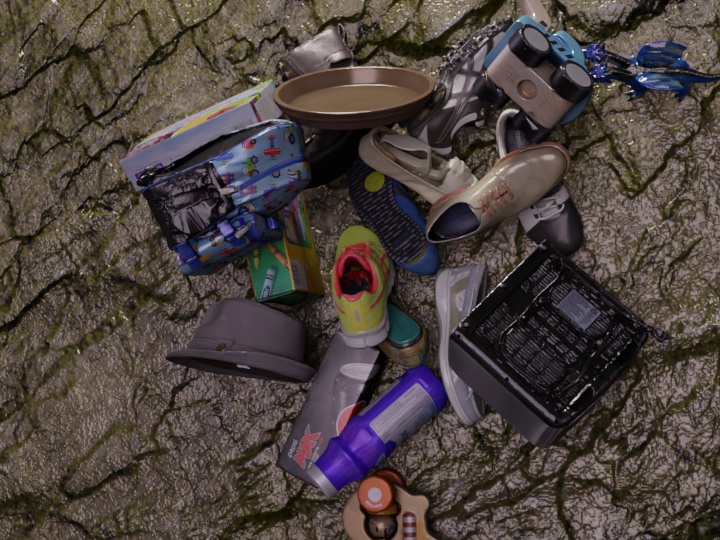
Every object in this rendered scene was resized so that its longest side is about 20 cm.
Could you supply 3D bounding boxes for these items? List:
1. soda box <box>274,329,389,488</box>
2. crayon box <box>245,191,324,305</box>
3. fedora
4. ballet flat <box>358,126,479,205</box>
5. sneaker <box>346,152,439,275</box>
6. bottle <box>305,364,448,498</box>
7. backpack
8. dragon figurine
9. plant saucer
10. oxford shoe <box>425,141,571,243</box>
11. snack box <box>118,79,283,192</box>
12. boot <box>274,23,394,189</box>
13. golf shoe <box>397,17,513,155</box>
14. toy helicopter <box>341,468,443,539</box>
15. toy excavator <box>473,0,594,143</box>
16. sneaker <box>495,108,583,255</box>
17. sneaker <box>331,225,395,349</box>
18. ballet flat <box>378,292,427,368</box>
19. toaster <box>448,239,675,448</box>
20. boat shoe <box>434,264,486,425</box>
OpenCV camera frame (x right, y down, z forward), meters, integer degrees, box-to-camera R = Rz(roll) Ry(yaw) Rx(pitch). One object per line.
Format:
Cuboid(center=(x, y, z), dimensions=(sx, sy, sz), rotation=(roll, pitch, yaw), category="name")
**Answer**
Cuboid(center=(-0.034, 0.180, 1.569), dimensions=(0.071, 0.063, 0.200), rotation=(25, 94, 17), category="soda box")
Cuboid(center=(-0.111, -0.058, 1.581), dimensions=(0.058, 0.119, 0.200), rotation=(-15, 81, 16), category="crayon box")
Cuboid(center=(-0.147, 0.088, 1.556), dimensions=(0.200, 0.177, 0.090), rotation=(2, 76, 37), category="fedora")
Cuboid(center=(0.091, -0.125, 1.525), dimensions=(0.200, 0.069, 0.070), rotation=(27, 94, 0), category="ballet flat")
Cuboid(center=(0.044, -0.073, 1.569), dimensions=(0.066, 0.078, 0.200), rotation=(-36, 57, 13), category="sneaker")
Cuboid(center=(0.021, 0.203, 1.513), dimensions=(0.200, 0.084, 0.065), rotation=(-40, 73, -11), category="bottle")
Cuboid(center=(-0.143, -0.094, 1.446), dimensions=(0.200, 0.183, 0.135), rotation=(-27, 87, 1), category="backpack")
Cuboid(center=(0.365, -0.242, 1.457), dimensions=(0.200, 0.099, 0.059), rotation=(4, 88, 17), category="dragon figurine")
Cuboid(center=(-0.007, -0.212, 1.476), dimensions=(0.200, 0.200, 0.030), rotation=(4, 115, 17), category="plant saucer")
Cuboid(center=(0.165, -0.085, 1.452), dimensions=(0.200, 0.074, 0.071), rotation=(-33, 101, 26), category="oxford shoe")
Cuboid(center=(-0.208, -0.182, 1.606), dimensions=(0.200, 0.142, 0.053), rotation=(-22, 105, 14), category="snack box")
Cuboid(center=(-0.058, -0.218, 1.595), dimensions=(0.200, 0.069, 0.174), rotation=(-38, 67, -8), category="boot")
Cuboid(center=(0.139, -0.237, 1.550), dimensions=(0.094, 0.078, 0.200), rotation=(44, 87, -17), category="golf shoe")
Cuboid(center=(0.066, 0.348, 1.522), dimensions=(0.200, 0.079, 0.132), rotation=(28, 95, 13), category="toy helicopter")
Cuboid(center=(0.211, -0.274, 1.466), dimensions=(0.194, 0.200, 0.100), rotation=(43, 130, 3), category="toy excavator")
Cuboid(center=(0.215, -0.110, 1.502), dimensions=(0.074, 0.089, 0.200), rotation=(-26, 80, 12), category="sneaker")
Cuboid(center=(0.000, 0.000, 1.502), dimensions=(0.078, 0.090, 0.200), rotation=(-14, 40, 5), category="sneaker")
Cuboid(center=(0.025, 0.058, 1.548), dimensions=(0.071, 0.071, 0.200), rotation=(-51, 45, 8), category="ballet flat")
Cuboid(center=(0.229, 0.093, 1.434), dimensions=(0.200, 0.119, 0.181), rotation=(41, 72, 15), category="toaster")
Cuboid(center=(0.137, 0.093, 1.519), dimensions=(0.065, 0.074, 0.202), rotation=(-9, 77, 21), category="boat shoe")
